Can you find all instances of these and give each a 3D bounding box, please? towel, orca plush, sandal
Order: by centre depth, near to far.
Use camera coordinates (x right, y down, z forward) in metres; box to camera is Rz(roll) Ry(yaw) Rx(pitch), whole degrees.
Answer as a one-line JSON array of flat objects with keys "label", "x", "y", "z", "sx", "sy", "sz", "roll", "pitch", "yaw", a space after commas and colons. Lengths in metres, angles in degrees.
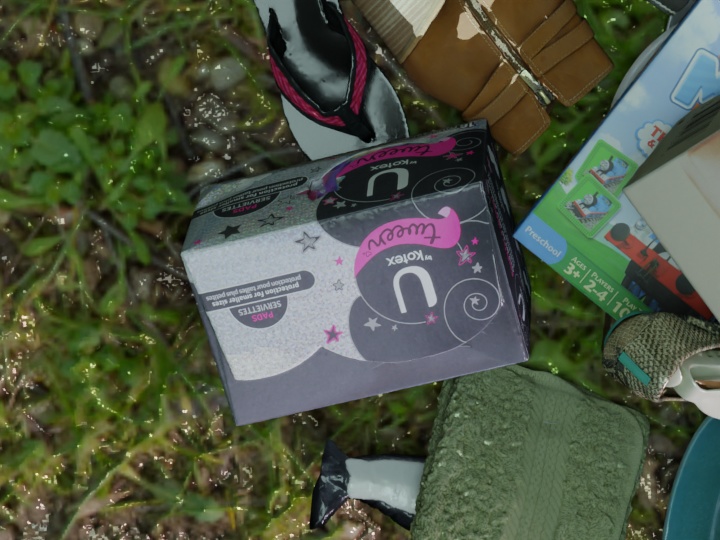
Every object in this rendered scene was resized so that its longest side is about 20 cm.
[{"label": "sandal", "x": -0.029, "y": -0.141, "z": 1.583, "sx": 0.075, "sy": 0.045, "sz": 0.201, "roll": -23, "pitch": 99, "yaw": 6}, {"label": "towel", "x": 0.108, "y": 0.152, "z": 1.584, "sx": 0.147, "sy": 0.037, "sz": 0.201, "roll": 18, "pitch": 57, "yaw": -2}, {"label": "orca plush", "x": 0.058, "y": 0.175, "z": 1.627, "sx": 0.198, "sy": 0.106, "sz": 0.071, "roll": 3, "pitch": 141, "yaw": -20}]

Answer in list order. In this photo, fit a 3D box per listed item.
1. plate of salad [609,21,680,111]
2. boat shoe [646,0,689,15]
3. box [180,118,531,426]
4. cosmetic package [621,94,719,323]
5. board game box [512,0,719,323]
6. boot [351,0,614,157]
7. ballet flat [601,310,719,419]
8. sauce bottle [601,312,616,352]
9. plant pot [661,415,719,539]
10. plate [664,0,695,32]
[{"label": "plate of salad", "x": 0.255, "y": -0.074, "z": 1.555, "sx": 0.198, "sy": 0.048, "sz": 0.202, "roll": 3, "pitch": 104, "yaw": 12}, {"label": "boat shoe", "x": 0.117, "y": -0.211, "z": 1.484, "sx": 0.200, "sy": 0.072, "sz": 0.061, "roll": 33, "pitch": 104, "yaw": -9}, {"label": "box", "x": 0.000, "y": 0.000, "z": 1.553, "sx": 0.198, "sy": 0.115, "sz": 0.133, "roll": -13, "pitch": 113, "yaw": 9}, {"label": "cosmetic package", "x": 0.260, "y": -0.009, "z": 1.445, "sx": 0.087, "sy": 0.103, "sz": 0.200, "roll": -31, "pitch": 101, "yaw": 39}, {"label": "board game box", "x": 0.215, "y": -0.054, "z": 1.524, "sx": 0.151, "sy": 0.037, "sz": 0.200, "roll": 38, "pitch": 107, "yaw": 0}, {"label": "boot", "x": 0.110, "y": -0.184, "z": 1.555, "sx": 0.155, "sy": 0.077, "sz": 0.200, "roll": 43, "pitch": 99, "yaw": -6}, {"label": "ballet flat", "x": 0.233, "y": 0.064, "z": 1.487, "sx": 0.199, "sy": 0.075, "sz": 0.068, "roll": 2, "pitch": 127, "yaw": -41}, {"label": "sauce bottle", "x": 0.260, "y": 0.045, "z": 1.600, "sx": 0.198, "sy": 0.066, "sz": 0.067, "roll": 8, "pitch": 101, "yaw": 2}, {"label": "plant pot", "x": 0.317, "y": 0.195, "z": 1.573, "sx": 0.186, "sy": 0.200, "sz": 0.202, "roll": 8, "pitch": 101, "yaw": -16}, {"label": "plate", "x": 0.280, "y": -0.097, "z": 1.589, "sx": 0.198, "sy": 0.032, "sz": 0.201, "roll": 16, "pitch": 100, "yaw": -1}]
